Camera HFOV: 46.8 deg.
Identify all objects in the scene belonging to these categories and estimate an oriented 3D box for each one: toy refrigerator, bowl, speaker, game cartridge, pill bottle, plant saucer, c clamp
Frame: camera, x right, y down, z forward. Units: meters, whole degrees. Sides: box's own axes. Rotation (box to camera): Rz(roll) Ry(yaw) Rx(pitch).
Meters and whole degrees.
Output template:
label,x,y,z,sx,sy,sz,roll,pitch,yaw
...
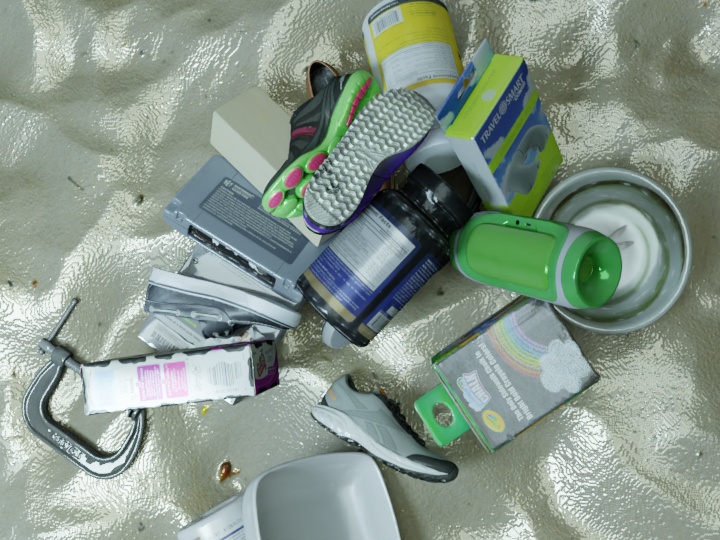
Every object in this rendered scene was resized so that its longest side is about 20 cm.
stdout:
label,x,y,z,sx,sy,sz,roll,pitch,yaw
toy refrigerator,-0.092,-0.129,1.036,0.200,0.070,0.076,43,58,13
bowl,-0.050,0.324,0.977,0.074,0.198,0.202,-31,67,44
speaker,0.187,-0.015,0.920,0.088,0.199,0.090,-8,104,-32
game cartridge,-0.127,-0.058,1.034,0.199,0.042,0.133,32,46,3
pill bottle,0.031,-0.020,0.946,0.112,0.112,0.200,44,91,6
pill bottle,0.073,-0.223,1.003,0.111,0.112,0.202,-13,71,4
pill bottle,-0.131,0.380,1.009,0.110,0.111,0.201,-29,85,3
plant saucer,0.300,-0.023,1.020,0.197,0.050,0.203,0,86,3
c clamp,-0.356,0.165,1.083,0.199,0.027,0.171,39,91,7

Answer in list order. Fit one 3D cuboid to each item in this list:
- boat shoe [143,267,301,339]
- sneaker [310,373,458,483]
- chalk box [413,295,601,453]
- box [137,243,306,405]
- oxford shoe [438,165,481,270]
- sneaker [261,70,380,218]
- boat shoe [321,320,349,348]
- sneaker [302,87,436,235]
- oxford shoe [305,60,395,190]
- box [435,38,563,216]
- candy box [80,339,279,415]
label,x,y,z,sx,sy,sz,roll,pitch,yaw
boat shoe,-0.171,0.052,1.011,0.198,0.072,0.069,14,86,8
sneaker,0.033,0.192,1.006,0.199,0.074,0.080,27,79,25
chalk box,0.161,0.129,0.992,0.199,0.124,0.125,-34,86,3
box,-0.166,0.044,1.066,0.155,0.041,0.201,33,91,5
oxford shoe,0.113,-0.092,1.038,0.084,0.073,0.202,23,80,13
sneaker,-0.050,-0.145,0.971,0.083,0.077,0.201,22,73,47
boat shoe,0.000,0.000,1.048,0.070,0.071,0.201,32,94,33
sneaker,0.002,-0.115,0.917,0.069,0.100,0.200,41,70,4
oxford shoe,-0.020,-0.172,1.040,0.071,0.071,0.201,-29,79,3
box,0.167,-0.151,0.962,0.047,0.200,0.123,18,68,39
candy box,-0.206,0.123,0.978,0.197,0.136,0.062,-8,87,5
